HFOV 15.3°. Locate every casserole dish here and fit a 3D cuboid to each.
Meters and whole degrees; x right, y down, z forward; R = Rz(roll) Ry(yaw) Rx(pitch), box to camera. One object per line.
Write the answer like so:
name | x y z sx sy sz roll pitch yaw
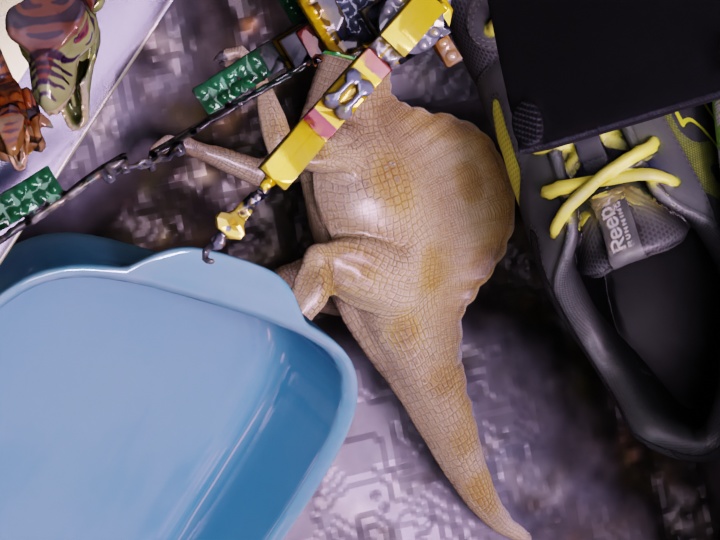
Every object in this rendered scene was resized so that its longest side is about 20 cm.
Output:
casserole dish | -0.085 0.065 0.724 0.121 0.039 0.200 17 119 -33

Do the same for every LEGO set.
LEGO set | -0.071 -0.065 0.558 0.199 0.116 0.154 -23 98 -5

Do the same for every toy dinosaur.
toy dinosaur | 0.000 0.000 0.768 0.101 0.058 0.201 -16 100 -14

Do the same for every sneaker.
sneaker | 0.073 -0.038 0.744 0.074 0.085 0.201 -25 97 13

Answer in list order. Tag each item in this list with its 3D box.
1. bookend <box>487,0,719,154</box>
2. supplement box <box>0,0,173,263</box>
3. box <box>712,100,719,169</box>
bookend | 0.121 -0.145 0.670 0.198 0.092 0.201 -9 87 -35
supplement box | -0.184 -0.055 0.671 0.199 0.134 0.200 34 87 -16
box | 0.165 0.017 0.728 0.156 0.041 0.201 24 50 -34
